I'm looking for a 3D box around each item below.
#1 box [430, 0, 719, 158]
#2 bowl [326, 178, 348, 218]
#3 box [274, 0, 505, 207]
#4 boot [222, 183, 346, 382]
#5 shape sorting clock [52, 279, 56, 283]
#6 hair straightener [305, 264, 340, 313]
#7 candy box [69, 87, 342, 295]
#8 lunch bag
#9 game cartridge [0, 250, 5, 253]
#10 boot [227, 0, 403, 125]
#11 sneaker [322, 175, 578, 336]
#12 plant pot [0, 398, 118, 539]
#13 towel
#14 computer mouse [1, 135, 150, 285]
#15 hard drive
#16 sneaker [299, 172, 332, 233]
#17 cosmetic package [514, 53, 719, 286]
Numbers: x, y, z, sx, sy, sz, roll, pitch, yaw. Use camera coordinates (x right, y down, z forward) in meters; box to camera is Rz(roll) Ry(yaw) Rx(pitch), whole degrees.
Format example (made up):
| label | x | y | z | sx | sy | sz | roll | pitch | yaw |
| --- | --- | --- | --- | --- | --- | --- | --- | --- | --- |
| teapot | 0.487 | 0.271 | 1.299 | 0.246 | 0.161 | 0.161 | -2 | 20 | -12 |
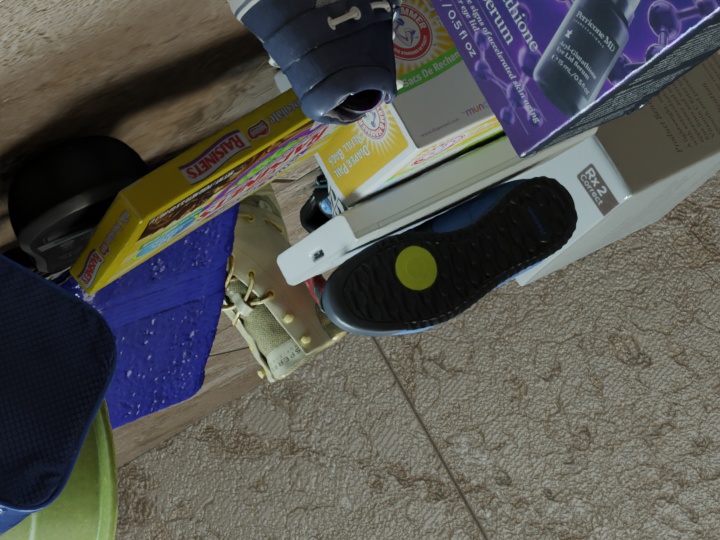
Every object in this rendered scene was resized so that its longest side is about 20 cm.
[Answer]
| label | x | y | z | sx | sy | sz | roll | pitch | yaw |
| --- | --- | --- | --- | --- | --- | --- | --- | --- | --- |
| box | 0.141 | -0.177 | 1.183 | 0.104 | 0.148 | 0.200 | -24 | 171 | -38 |
| bowl | 0.047 | -0.109 | 1.557 | 0.201 | 0.094 | 0.201 | -28 | 174 | -3 |
| box | 0.064 | -0.135 | 1.374 | 0.200 | 0.101 | 0.112 | -26 | 174 | -30 |
| boot | -0.097 | 0.013 | 1.601 | 0.073 | 0.155 | 0.200 | -32 | 173 | 28 |
| shape sorting clock | -0.265 | 0.081 | 1.475 | 0.200 | 0.039 | 0.200 | -29 | 136 | -32 |
| hair straightener | 0.000 | 0.000 | 1.522 | 0.077 | 0.041 | 0.200 | -18 | -177 | -3 |
| candy box | -0.077 | -0.060 | 1.249 | 0.200 | 0.026 | 0.102 | -34 | 175 | -34 |
| lunch bag | -0.248 | 0.059 | 1.136 | 0.132 | 0.200 | 0.136 | -39 | -158 | 53 |
| game cartridge | -0.307 | 0.072 | 1.353 | 0.200 | 0.038 | 0.130 | -22 | 137 | -41 |
| boot | -0.009 | -0.123 | 1.182 | 0.073 | 0.090 | 0.200 | -32 | 174 | 20 |
| sneaker | 0.052 | -0.003 | 1.418 | 0.200 | 0.066 | 0.078 | -26 | -178 | -29 |
| plant pot | -0.275 | 0.122 | 1.265 | 0.190 | 0.200 | 0.200 | -4 | 160 | -35 |
| towel | -0.158 | 0.018 | 1.476 | 0.148 | 0.050 | 0.200 | -20 | 136 | -39 |
| computer mouse | -0.176 | -0.039 | 1.283 | 0.138 | 0.053 | 0.200 | -22 | 171 | -13 |
| hard drive | 0.051 | -0.052 | 1.443 | 0.200 | 0.026 | 0.132 | -25 | 178 | -25 |
| sneaker | 0.009 | -0.068 | 1.819 | 0.090 | 0.078 | 0.200 | -22 | 171 | -28 |
| cosmetic package | 0.198 | -0.118 | 1.797 | 0.200 | 0.165 | 0.165 | -24 | 166 | -40 |
